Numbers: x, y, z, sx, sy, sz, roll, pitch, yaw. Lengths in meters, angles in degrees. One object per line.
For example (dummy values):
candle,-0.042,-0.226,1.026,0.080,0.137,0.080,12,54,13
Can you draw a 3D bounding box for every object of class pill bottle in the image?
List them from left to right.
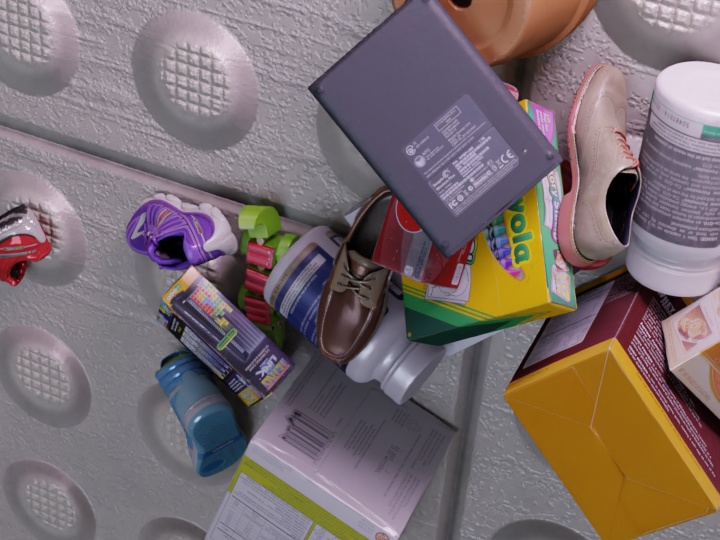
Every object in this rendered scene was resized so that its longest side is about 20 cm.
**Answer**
pill bottle,-0.004,0.054,1.563,0.200,0.111,0.112,41,130,13
pill bottle,0.315,-0.084,1.323,0.112,0.113,0.202,18,125,18

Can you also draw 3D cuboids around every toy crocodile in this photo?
toy crocodile,-0.113,0.010,1.646,0.067,0.062,0.202,16,125,19

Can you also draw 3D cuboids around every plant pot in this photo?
plant pot,0.114,-0.276,1.298,0.198,0.140,0.202,14,125,21

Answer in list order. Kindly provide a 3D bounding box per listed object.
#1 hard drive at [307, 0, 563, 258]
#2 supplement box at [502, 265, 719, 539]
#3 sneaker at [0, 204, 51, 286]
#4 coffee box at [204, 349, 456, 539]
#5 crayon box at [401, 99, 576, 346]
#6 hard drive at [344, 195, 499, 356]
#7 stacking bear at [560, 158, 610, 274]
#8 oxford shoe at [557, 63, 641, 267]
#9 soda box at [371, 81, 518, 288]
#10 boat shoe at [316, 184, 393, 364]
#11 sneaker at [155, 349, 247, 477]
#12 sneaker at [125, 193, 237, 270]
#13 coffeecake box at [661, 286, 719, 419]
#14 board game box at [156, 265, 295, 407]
hard drive,0.067,-0.133,1.258,0.139,0.033,0.201,-39,98,6
supplement box,0.277,0.127,1.416,0.132,0.200,0.198,-27,104,36
sneaker,-0.481,-0.011,1.828,0.199,0.077,0.085,-22,112,37
coffee box,-0.035,0.257,1.666,0.199,0.200,0.199,32,130,7
crayon box,0.117,-0.043,1.371,0.171,0.058,0.203,-18,70,40
hard drive,0.088,-0.010,1.548,0.131,0.026,0.201,-29,103,37
stacking bear,0.151,-0.017,1.444,0.199,0.113,0.123,-28,64,31
oxford shoe,0.239,-0.103,1.319,0.070,0.203,0.074,17,163,-36
soda box,0.081,-0.090,1.329,0.070,0.063,0.202,24,99,40
boat shoe,0.000,0.000,1.475,0.075,0.072,0.202,19,87,11
sneaker,-0.207,0.175,1.801,0.131,0.079,0.201,57,161,27
sneaker,-0.229,-0.040,1.644,0.199,0.083,0.081,3,119,53
coffeecake box,0.415,0.066,1.334,0.199,0.073,0.153,-35,120,27
board game box,-0.163,0.082,1.654,0.165,0.057,0.200,42,167,-2
